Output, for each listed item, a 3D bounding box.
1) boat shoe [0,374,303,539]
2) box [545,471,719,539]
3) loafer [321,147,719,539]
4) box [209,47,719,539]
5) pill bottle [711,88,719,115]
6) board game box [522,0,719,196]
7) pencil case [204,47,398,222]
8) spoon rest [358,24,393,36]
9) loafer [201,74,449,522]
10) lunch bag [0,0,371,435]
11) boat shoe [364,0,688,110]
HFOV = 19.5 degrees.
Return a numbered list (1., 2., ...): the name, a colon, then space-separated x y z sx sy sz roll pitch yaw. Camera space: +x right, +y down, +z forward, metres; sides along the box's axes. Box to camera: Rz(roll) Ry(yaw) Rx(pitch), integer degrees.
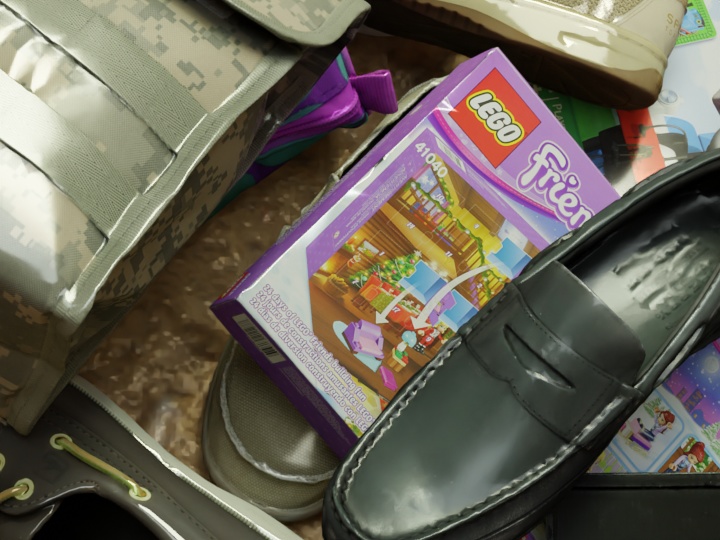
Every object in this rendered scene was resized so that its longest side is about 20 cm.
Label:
1. boat shoe: -0.096 0.084 0.697 0.200 0.061 0.072 28 107 10
2. box: 0.137 0.162 0.648 0.047 0.192 0.202 8 81 -43
3. loafer: 0.065 0.026 0.693 0.200 0.071 0.068 -38 64 -20
4. box: 0.061 0.041 0.757 0.137 0.039 0.200 -44 99 -19
5. pill bottle: 0.213 0.001 0.759 0.111 0.111 0.201 -34 94 -18
6. board game box: 0.163 -0.054 0.854 0.198 0.037 0.152 -8 66 -10
7. pencil case: -0.090 -0.035 0.788 0.200 0.085 0.092 -38 51 -13
8. spoon rest: 0.065 -0.161 0.876 0.199 0.099 0.061 -36 94 -4
9. loafer: 0.000 0.000 0.797 0.075 0.068 0.201 24 66 6
10. lunch bag: -0.106 -0.078 0.690 0.164 0.118 0.200 37 59 1
11. boat shoe: 0.030 -0.125 0.814 0.199 0.071 0.065 21 84 -4
